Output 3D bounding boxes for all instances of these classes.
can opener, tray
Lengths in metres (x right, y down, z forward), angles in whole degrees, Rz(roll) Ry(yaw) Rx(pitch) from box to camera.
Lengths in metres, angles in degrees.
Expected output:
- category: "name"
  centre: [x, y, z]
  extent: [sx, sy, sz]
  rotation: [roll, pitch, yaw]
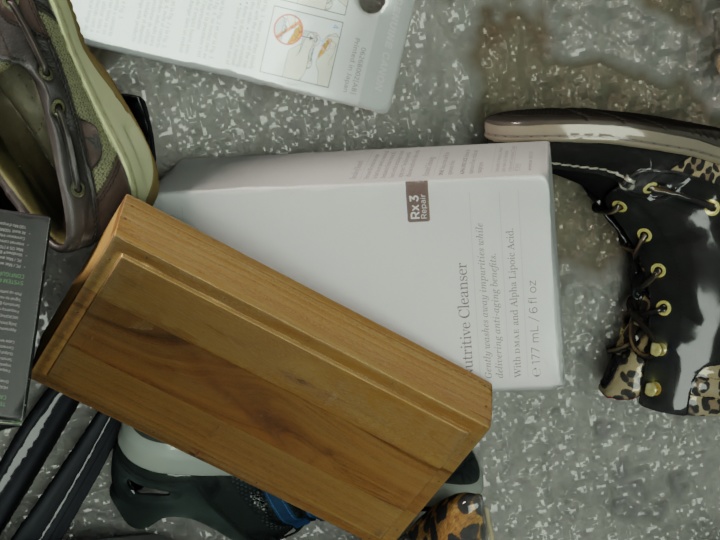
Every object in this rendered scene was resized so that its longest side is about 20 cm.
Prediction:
- category: "can opener"
  centre: [-0.184, 0.140, 0.968]
  extent: [0.063, 0.079, 0.201]
  rotation: [39, 82, -8]
- category: "tray"
  centre: [-0.047, 0.053, 0.891]
  extent: [0.199, 0.037, 0.099]
  rotation: [28, 124, -13]

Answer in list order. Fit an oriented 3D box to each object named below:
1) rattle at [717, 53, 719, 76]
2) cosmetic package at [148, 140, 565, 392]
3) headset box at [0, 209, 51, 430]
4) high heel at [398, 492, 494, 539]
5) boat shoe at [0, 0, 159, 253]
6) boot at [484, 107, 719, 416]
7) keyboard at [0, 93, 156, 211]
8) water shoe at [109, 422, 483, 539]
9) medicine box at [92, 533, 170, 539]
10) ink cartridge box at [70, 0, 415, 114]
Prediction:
- category: "rattle"
  centre: [0.268, -0.169, 1.011]
  extent: [0.198, 0.143, 0.131]
  rotation: [-15, 137, -23]
- category: "cosmetic package"
  centre: [0.000, 0.000, 0.937]
  extent: [0.198, 0.081, 0.114]
  rotation: [-5, 105, 7]
- category: "headset box"
  centre: [-0.240, 0.017, 0.866]
  extent: [0.172, 0.200, 0.094]
  rotation: [9, 83, -14]
- category: "high heel"
  centre: [-0.008, 0.181, 0.965]
  extent: [0.141, 0.072, 0.201]
  rotation: [-3, 139, -15]
- category: "boat shoe"
  centre: [-0.168, -0.100, 0.866]
  extent: [0.073, 0.065, 0.201]
  rotation: [-31, 98, 38]
- category: "boot"
  centre: [0.152, -0.005, 1.001]
  extent: [0.198, 0.073, 0.152]
  rotation: [7, 100, -18]
- category: "keyboard"
  centre: [-0.199, -0.075, 0.937]
  extent: [0.198, 0.040, 0.105]
  rotation: [6, 107, -3]
- category: "water shoe"
  centre: [-0.035, 0.107, 0.997]
  extent: [0.198, 0.072, 0.079]
  rotation: [10, 127, -14]
- category: "medicine box"
  centre: [-0.095, 0.259, 0.934]
  extent: [0.102, 0.181, 0.202]
  rotation: [1, 104, -49]
- category: "ink cartridge box"
  centre: [-0.065, -0.180, 0.938]
  extent: [0.198, 0.050, 0.164]
  rotation: [12, 98, -18]
